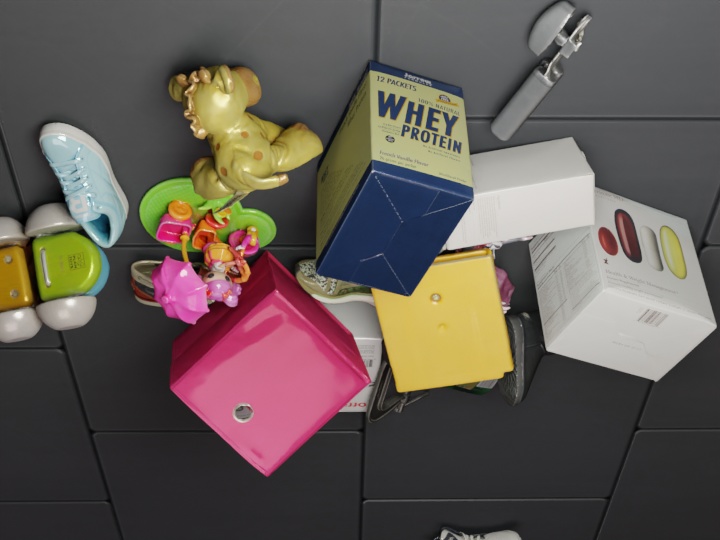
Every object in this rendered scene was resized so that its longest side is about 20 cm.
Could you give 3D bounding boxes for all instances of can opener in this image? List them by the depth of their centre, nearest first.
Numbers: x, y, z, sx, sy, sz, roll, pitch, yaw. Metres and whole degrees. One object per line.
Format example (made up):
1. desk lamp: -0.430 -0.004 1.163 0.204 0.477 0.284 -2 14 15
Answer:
1. can opener: 0.216 -0.252 1.415 0.067 0.053 0.200 41 132 3

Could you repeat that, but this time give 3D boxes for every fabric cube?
1. fabric cube: -0.131 0.128 1.607 0.199 0.200 0.196 -42 107 6

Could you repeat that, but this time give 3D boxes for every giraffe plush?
1. giraffe plush: -0.163 -0.182 1.411 0.172 0.200 0.163 -16 108 21

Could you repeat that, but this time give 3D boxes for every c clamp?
1. c clamp: 0.069 0.171 1.859 0.171 0.027 0.201 -30 146 -37

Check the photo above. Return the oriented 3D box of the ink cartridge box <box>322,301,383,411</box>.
1. ink cartridge box: -0.042 0.137 1.818 0.145 0.084 0.200 2 139 -4

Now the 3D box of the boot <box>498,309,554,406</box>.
1. boot: 0.316 0.120 1.760 0.199 0.066 0.166 -13 126 -18

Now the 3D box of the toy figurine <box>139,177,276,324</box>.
1. toy figurine: -0.216 -0.006 1.573 0.199 0.185 0.150 14 137 -18

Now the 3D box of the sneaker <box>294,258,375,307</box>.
1. sneaker: 0.000 0.000 1.677 0.199 0.077 0.089 8 135 -22

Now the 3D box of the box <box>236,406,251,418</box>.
1. box: -0.191 0.160 1.860 0.116 0.060 0.200 -13 138 14

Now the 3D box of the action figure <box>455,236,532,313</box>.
1. action figure: 0.169 -0.003 1.667 0.148 0.134 0.200 16 148 22

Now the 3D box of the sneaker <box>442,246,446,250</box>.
1. sneaker: 0.117 -0.052 1.605 0.199 0.085 0.073 -26 132 24

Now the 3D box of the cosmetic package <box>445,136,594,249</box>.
1. cosmetic package: 0.200 -0.104 1.502 0.199 0.108 0.085 -8 124 0

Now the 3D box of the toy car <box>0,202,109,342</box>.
1. toy car: -0.450 0.006 1.623 0.199 0.176 0.150 -13 172 13

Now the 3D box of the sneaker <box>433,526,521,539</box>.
1. sneaker: 0.222 0.570 2.329 0.199 0.080 0.129 -19 146 34

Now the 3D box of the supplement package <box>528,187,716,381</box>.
1. supplement package: 0.365 0.017 1.602 0.190 0.201 0.147 16 136 -20

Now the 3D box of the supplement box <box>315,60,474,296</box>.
1. supplement box: 0.037 -0.114 1.440 0.134 0.200 0.200 14 137 -17

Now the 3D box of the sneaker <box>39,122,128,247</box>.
1. sneaker: -0.370 -0.110 1.527 0.074 0.082 0.200 -15 137 14

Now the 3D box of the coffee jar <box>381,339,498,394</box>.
1. coffee jar: 0.127 0.134 1.759 0.200 0.104 0.085 14 116 -46

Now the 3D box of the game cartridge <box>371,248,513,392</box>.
1. game cartridge: 0.117 0.074 1.608 0.175 0.032 0.201 -9 118 10

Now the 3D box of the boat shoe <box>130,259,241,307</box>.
1. boat shoe: -0.244 0.018 1.692 0.199 0.071 0.063 4 137 1
